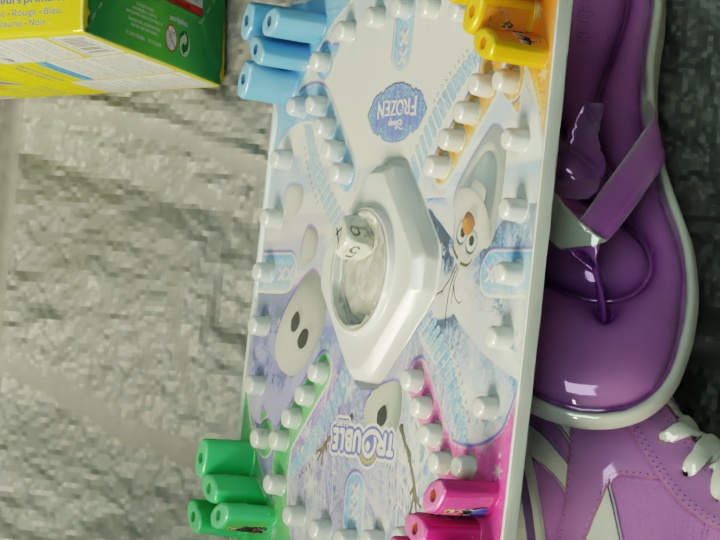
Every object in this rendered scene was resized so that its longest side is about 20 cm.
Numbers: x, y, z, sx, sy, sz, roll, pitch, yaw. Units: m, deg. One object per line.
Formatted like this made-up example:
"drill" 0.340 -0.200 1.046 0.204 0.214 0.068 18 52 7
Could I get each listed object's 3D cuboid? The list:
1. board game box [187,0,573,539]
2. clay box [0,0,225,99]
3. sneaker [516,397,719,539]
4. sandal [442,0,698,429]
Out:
"board game box" 0.000 0.000 0.872 0.200 0.026 0.201 0 83 63
"clay box" -0.163 -0.093 0.966 0.199 0.115 0.048 0 84 21
"sneaker" 0.099 0.057 0.857 0.114 0.073 0.201 -18 68 25
"sandal" 0.065 -0.042 0.859 0.082 0.050 0.203 -4 55 5
